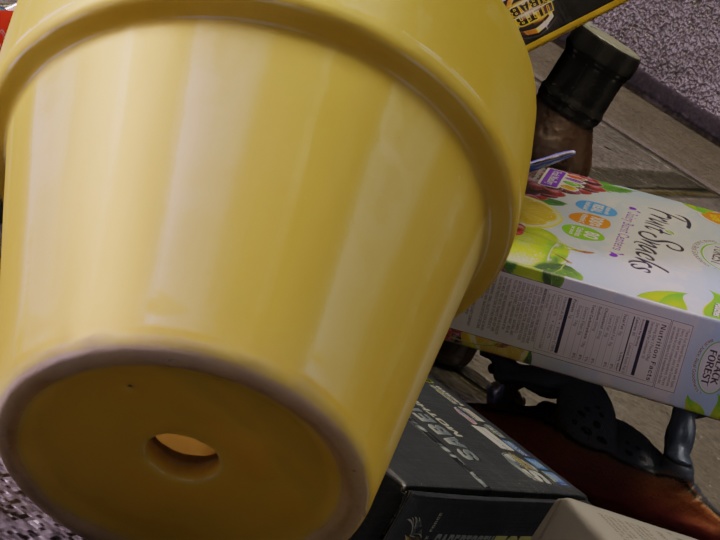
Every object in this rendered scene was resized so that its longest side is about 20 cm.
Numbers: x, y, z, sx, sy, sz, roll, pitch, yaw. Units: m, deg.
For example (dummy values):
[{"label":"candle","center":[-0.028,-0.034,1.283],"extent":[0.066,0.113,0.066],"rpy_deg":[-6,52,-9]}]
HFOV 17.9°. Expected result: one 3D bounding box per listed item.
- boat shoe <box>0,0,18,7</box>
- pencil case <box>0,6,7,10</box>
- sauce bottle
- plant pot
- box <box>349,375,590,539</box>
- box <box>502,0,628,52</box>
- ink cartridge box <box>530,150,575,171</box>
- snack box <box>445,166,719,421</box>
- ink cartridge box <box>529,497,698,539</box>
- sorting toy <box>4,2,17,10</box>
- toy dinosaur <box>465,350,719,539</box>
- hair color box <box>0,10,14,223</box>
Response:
[{"label":"boat shoe","center":[-0.172,-0.142,1.377],"extent":[0.072,0.060,0.202],"rpy_deg":[35,14,21]},{"label":"pencil case","center":[-0.196,-0.089,1.075],"extent":[0.200,0.085,0.092],"rpy_deg":[28,51,-14]},{"label":"sauce bottle","center":[0.085,-0.042,1.257],"extent":[0.065,0.200,0.065],"rpy_deg":[30,15,-9]},{"label":"plant pot","center":[-0.046,-0.005,0.810],"extent":[0.201,0.201,0.189],"rpy_deg":[26,49,-17]},{"label":"box","center":[-0.018,0.059,0.976],"extent":[0.200,0.051,0.158],"rpy_deg":[37,14,31]},{"label":"box","center":[0.058,-0.122,1.148],"extent":[0.049,0.160,0.200],"rpy_deg":[61,-17,-4]},{"label":"ink cartridge box","center":[-0.009,-0.044,1.089],"extent":[0.200,0.042,0.119],"rpy_deg":[-11,-1,-10]},{"label":"snack box","center":[0.125,0.004,1.122],"extent":[0.142,0.053,0.200],"rpy_deg":[17,17,7]},{"label":"ink cartridge box","center":[0.160,0.175,0.859],"extent":[0.200,0.086,0.146],"rpy_deg":[23,15,-37]},{"label":"sorting toy","center":[-0.103,-0.073,1.254],"extent":[0.200,0.107,0.180],"rpy_deg":[34,-6,14]},{"label":"toy dinosaur","center":[0.125,0.112,1.133],"extent":[0.200,0.105,0.182],"rpy_deg":[-20,53,-29]},{"label":"hair color box","center":[-0.177,-0.055,0.927],"extent":[0.061,0.101,0.200],"rpy_deg":[55,15,4]}]
